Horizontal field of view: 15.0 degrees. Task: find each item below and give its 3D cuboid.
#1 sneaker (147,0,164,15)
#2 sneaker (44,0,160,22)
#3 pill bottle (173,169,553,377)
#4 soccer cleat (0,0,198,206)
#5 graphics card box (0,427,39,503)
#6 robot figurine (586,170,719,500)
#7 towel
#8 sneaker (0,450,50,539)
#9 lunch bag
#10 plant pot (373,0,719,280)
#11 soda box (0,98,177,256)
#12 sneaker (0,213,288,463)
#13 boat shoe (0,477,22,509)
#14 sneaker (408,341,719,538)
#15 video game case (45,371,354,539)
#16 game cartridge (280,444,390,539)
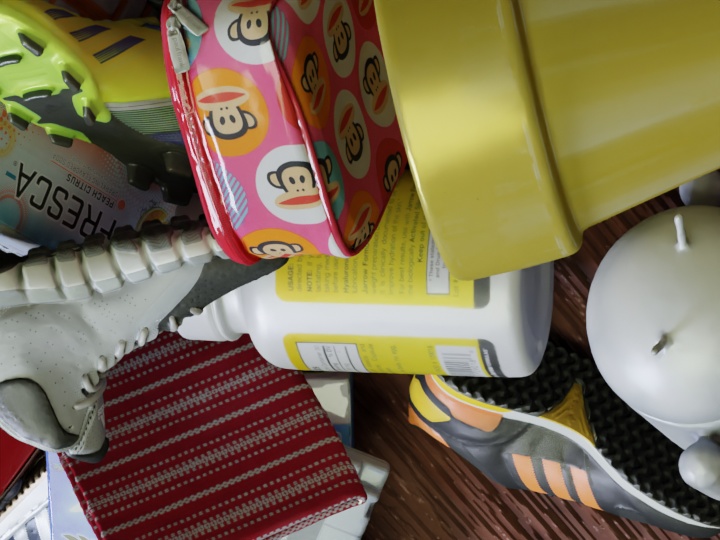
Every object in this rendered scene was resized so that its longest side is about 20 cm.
[{"bbox_3d":[-0.114,-0.172,1.424,0.073,0.082,0.200,-29,114,30],"label":"sneaker"},{"bbox_3d":[-0.173,-0.141,1.482,0.077,0.078,0.200,3,138,53],"label":"sneaker"},{"bbox_3d":[0.000,0.000,1.488,0.199,0.112,0.112,2,126,14],"label":"pill bottle"},{"bbox_3d":[-0.134,-0.105,1.432,0.064,0.084,0.200,-12,150,36],"label":"soccer cleat"},{"bbox_3d":[-0.228,0.052,1.543,0.051,0.126,0.200,44,164,-31],"label":"graphics card box"},{"bbox_3d":[0.184,0.035,1.418,0.112,0.171,0.200,-7,161,20],"label":"robot figurine"},{"bbox_3d":[-0.097,0.086,1.512,0.144,0.200,0.023,-23,137,-9],"label":"towel"},{"bbox_3d":[-0.168,0.162,1.697,0.108,0.070,0.200,41,125,-11],"label":"sneaker"},{"bbox_3d":[-0.031,-0.117,1.360,0.081,0.200,0.177,-5,121,20],"label":"lunch bag"},{"bbox_3d":[0.115,-0.111,1.330,0.188,0.201,0.202,-12,122,9],"label":"plant pot"},{"bbox_3d":[-0.176,-0.044,1.483,0.063,0.069,0.200,11,165,42],"label":"soda box"},{"bbox_3d":[-0.126,0.039,1.434,0.199,0.075,0.116,-11,99,1],"label":"sneaker"},{"bbox_3d":[-0.284,0.073,1.661,0.060,0.074,0.200,-40,82,10],"label":"boat shoe"},{"bbox_3d":[0.119,0.100,1.562,0.199,0.070,0.090,28,144,-2],"label":"sneaker"},{"bbox_3d":[-0.093,0.151,1.615,0.180,0.045,0.201,0,108,2],"label":"video game case"},{"bbox_3d":[-0.080,0.175,1.581,0.132,0.042,0.201,24,107,-2],"label":"game cartridge"}]
